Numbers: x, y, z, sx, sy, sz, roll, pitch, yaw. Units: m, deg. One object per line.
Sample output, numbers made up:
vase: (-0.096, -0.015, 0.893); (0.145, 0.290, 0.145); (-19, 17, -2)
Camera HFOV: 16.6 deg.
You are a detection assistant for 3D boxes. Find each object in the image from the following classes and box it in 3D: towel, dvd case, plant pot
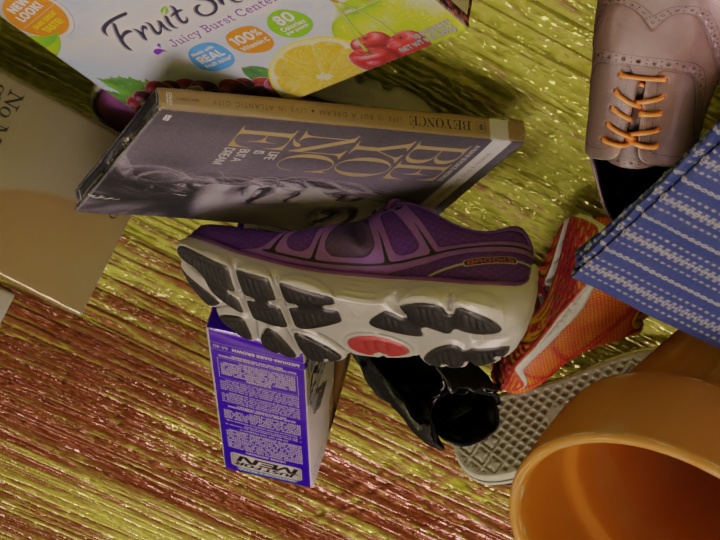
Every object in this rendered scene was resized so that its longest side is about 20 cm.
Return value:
towel: (0.200, -0.013, 1.174); (0.144, 0.024, 0.200); (26, 152, -9)
dvd case: (-0.034, -0.053, 1.289); (0.199, 0.016, 0.149); (3, 160, -23)
plant pot: (0.210, 0.104, 1.343); (0.199, 0.183, 0.201); (24, 141, 21)

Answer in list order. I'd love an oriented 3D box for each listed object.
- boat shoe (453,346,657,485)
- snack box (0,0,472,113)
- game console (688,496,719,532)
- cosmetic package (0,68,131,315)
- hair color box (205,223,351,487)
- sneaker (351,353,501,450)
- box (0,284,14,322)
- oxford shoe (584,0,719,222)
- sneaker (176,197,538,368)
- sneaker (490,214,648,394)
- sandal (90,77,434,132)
boat shoe: (0.156, 0.092, 1.503); (0.199, 0.075, 0.062); (-13, 165, 20)
snack box: (-0.063, -0.141, 1.184); (0.199, 0.053, 0.142); (-19, 137, 40)
game console: (0.254, 0.168, 1.528); (0.171, 0.119, 0.200); (21, 160, -4)
cosmetic package: (-0.221, -0.066, 1.344); (0.199, 0.106, 0.071); (27, 177, -19)
hair color box: (-0.044, 0.038, 1.467); (0.064, 0.110, 0.200); (13, 154, 5)
sneaker: (0.042, 0.070, 1.456); (0.104, 0.060, 0.200); (49, -179, 26)
box: (-0.297, 0.014, 1.344); (0.152, 0.107, 0.200); (28, 178, 8)
oxford shoe: (0.140, -0.089, 1.165); (0.071, 0.073, 0.200); (10, 153, 11)
sneaker: (0.000, 0.000, 1.324); (0.198, 0.084, 0.081); (7, 146, 16)
sneaker: (0.125, 0.027, 1.407); (0.077, 0.074, 0.200); (6, 161, -17)
sandal: (-0.058, -0.076, 1.321); (0.201, 0.050, 0.083); (4, 151, 21)
